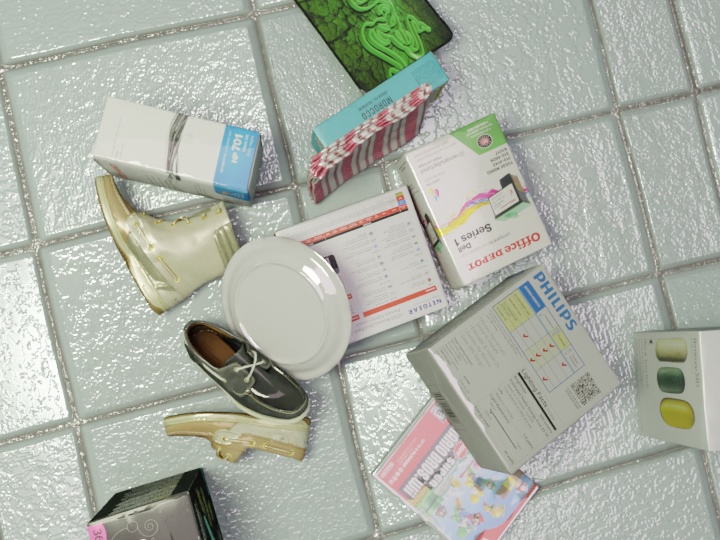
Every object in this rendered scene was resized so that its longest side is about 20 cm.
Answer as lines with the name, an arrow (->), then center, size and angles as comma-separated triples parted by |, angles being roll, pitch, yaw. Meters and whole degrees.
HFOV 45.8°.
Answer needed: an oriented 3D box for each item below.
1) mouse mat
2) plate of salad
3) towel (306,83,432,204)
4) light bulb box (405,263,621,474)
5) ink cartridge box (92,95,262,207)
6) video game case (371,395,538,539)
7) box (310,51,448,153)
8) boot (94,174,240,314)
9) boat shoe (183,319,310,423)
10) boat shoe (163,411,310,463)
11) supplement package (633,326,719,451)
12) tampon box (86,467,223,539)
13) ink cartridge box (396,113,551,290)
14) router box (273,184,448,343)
mouse mat -> 0.016, -0.365, 1.215 | 0.160, 0.008, 0.201 | -33, 76, -8
plate of salad -> -0.097, 0.049, 1.136 | 0.198, 0.048, 0.203 | 9, 112, 23
towel -> 0.013, -0.166, 1.153 | 0.199, 0.146, 0.030 | -35, 82, -8
light bulb box -> 0.203, 0.133, 1.155 | 0.199, 0.125, 0.199 | -34, 90, -14
ink cartridge box -> -0.234, -0.152, 1.126 | 0.197, 0.146, 0.087 | 14, 86, -5
video game case -> 0.133, 0.295, 1.197 | 0.200, 0.017, 0.143 | 41, 82, -2
box -> 0.025, -0.222, 1.192 | 0.199, 0.082, 0.049 | -34, 88, -8
boot -> -0.256, -0.062, 1.155 | 0.153, 0.072, 0.202 | -27, 96, -7
boat shoe -> -0.153, 0.133, 1.123 | 0.199, 0.068, 0.072 | 32, 62, 16
boat shoe -> -0.166, 0.224, 1.143 | 0.197, 0.074, 0.067 | 3, 80, -6
supplement package -> 0.484, 0.153, 1.153 | 0.148, 0.200, 0.154 | -2, 85, -6
tampon box -> -0.245, 0.348, 1.061 | 0.125, 0.200, 0.152 | -16, 87, -7
ink cartridge box -> 0.158, -0.093, 1.195 | 0.143, 0.084, 0.202 | -24, 89, -7
router box -> 0.000, 0.000, 1.189 | 0.198, 0.049, 0.182 | -19, 88, -7
